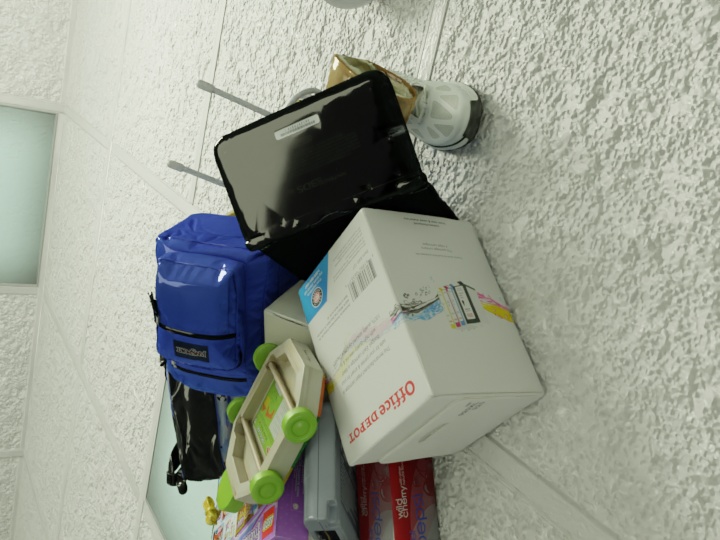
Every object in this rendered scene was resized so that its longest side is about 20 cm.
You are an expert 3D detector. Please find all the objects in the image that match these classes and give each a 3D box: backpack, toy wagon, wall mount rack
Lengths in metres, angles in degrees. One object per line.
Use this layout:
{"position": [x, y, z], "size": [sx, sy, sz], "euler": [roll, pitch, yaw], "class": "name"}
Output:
{"position": [-0.169, 0.052, 0.869], "size": [0.161, 0.168, 0.202], "euler": [11, 116, 18], "class": "backpack"}
{"position": [-0.190, 0.194, 1.044], "size": [0.190, 0.153, 0.202], "euler": [10, -103, -86], "class": "backpack"}
{"position": [-0.101, 0.170, 0.739], "size": [0.201, 0.039, 0.155], "euler": [-63, 25, 9], "class": "toy wagon"}
{"position": [-0.133, -0.159, 0.903], "size": [0.075, 0.173, 0.201], "euler": [49, 127, 27], "class": "wall mount rack"}

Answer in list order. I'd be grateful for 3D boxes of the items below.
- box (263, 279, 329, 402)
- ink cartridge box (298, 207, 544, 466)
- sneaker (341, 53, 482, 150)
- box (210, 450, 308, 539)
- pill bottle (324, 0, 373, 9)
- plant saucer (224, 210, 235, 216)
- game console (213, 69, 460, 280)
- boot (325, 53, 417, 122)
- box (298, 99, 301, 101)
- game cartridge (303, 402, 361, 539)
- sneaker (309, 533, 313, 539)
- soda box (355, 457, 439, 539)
{"position": [-0.056, 0.120, 0.857], "size": [0.077, 0.095, 0.201], "euler": [18, 122, 24], "class": "box"}
{"position": [0.052, 0.067, 0.716], "size": [0.147, 0.144, 0.201], "euler": [-48, 49, 41], "class": "ink cartridge box"}
{"position": [0.035, -0.182, 0.790], "size": [0.200, 0.115, 0.076], "euler": [34, 114, 52], "class": "sneaker"}
{"position": [-0.112, 0.258, 0.793], "size": [0.200, 0.039, 0.138], "euler": [-49, 30, 42], "class": "box"}
{"position": [-0.040, -0.430, 0.924], "size": [0.116, 0.115, 0.201], "euler": [-60, 42, 34], "class": "pill bottle"}
{"position": [-0.178, 0.000, 1.076], "size": [0.201, 0.199, 0.049], "euler": [60, 178, 40], "class": "plant saucer"}
{"position": [-0.022, -0.087, 0.755], "size": [0.199, 0.116, 0.177], "euler": [-19, 94, 20], "class": "game console"}
{"position": [-0.043, -0.143, 0.791], "size": [0.174, 0.066, 0.201], "euler": [30, 130, 11], "class": "boot"}
{"position": [-0.046, -0.128, 0.969], "size": [0.200, 0.049, 0.161], "euler": [38, 120, 51], "class": "box"}
{"position": [-0.026, 0.225, 0.768], "size": [0.201, 0.040, 0.134], "euler": [77, -167, -54], "class": "game cartridge"}
{"position": [-0.079, 0.336, 0.842], "size": [0.081, 0.076, 0.201], "euler": [38, 130, 8], "class": "sneaker"}
{"position": [0.042, 0.296, 0.785], "size": [0.070, 0.063, 0.202], "euler": [-20, 71, 54], "class": "soda box"}
